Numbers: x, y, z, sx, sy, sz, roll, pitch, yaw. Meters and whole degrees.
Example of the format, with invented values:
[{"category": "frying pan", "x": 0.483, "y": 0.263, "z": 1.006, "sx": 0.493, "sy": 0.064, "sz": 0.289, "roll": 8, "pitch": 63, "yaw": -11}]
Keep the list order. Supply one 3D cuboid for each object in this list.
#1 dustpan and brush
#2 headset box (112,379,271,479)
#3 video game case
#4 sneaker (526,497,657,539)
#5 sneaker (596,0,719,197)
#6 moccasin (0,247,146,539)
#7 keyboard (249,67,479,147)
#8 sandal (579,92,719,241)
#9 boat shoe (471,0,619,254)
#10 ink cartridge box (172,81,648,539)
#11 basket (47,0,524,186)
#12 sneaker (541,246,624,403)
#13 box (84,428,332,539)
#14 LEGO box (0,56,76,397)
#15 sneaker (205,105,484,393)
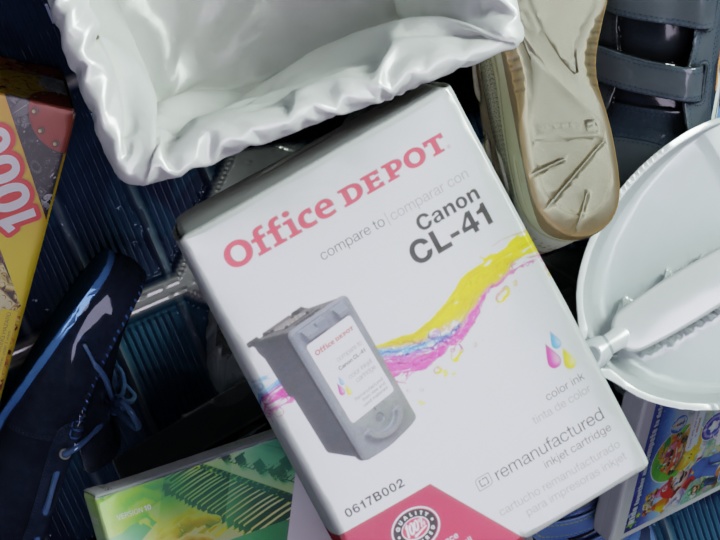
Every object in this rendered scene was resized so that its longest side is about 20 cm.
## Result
[{"category": "dustpan and brush", "x": 0.137, "y": 0.028, "z": 1.146, "sx": 0.199, "sy": 0.057, "sz": 0.140, "roll": -32, "pitch": 87, "yaw": 3}, {"category": "headset box", "x": -0.029, "y": 0.127, "z": 1.234, "sx": 0.148, "sy": 0.077, "sz": 0.200, "roll": -30, "pitch": 142, "yaw": -2}, {"category": "video game case", "x": 0.216, "y": 0.059, "z": 1.276, "sx": 0.199, "sy": 0.018, "sz": 0.144, "roll": -21, "pitch": 136, "yaw": -34}, {"category": "sneaker", "x": 0.117, "y": 0.127, "z": 1.308, "sx": 0.074, "sy": 0.082, "sz": 0.201, "roll": -33, "pitch": 117, "yaw": -1}, {"category": "sneaker", "x": 0.150, "y": -0.131, "z": 1.183, "sx": 0.078, "sy": 0.079, "sz": 0.202, "roll": 9, "pitch": 90, "yaw": 14}, {"category": "moccasin", "x": -0.156, "y": 0.078, "z": 1.228, "sx": 0.068, "sy": 0.081, "sz": 0.201, "roll": 28, "pitch": 116, "yaw": -8}, {"category": "keyboard", "x": 0.013, "y": -0.125, "z": 1.213, "sx": 0.198, "sy": 0.040, "sz": 0.105, "roll": -9, "pitch": 133, "yaw": -9}, {"category": "sandal", "x": 0.174, "y": -0.061, "z": 1.244, "sx": 0.198, "sy": 0.087, "sz": 0.080, "roll": -19, "pitch": 119, "yaw": -3}, {"category": "boat shoe", "x": 0.084, "y": -0.109, "z": 1.158, "sx": 0.072, "sy": 0.065, "sz": 0.202, "roll": -2, "pitch": 79, "yaw": -24}, {"category": "ink cartridge box", "x": 0.021, "y": 0.034, "z": 1.070, "sx": 0.147, "sy": 0.086, "sz": 0.201, "roll": -29, "pitch": 99, "yaw": -3}, {"category": "basket", "x": -0.055, "y": -0.160, "z": 1.077, "sx": 0.198, "sy": 0.161, "sz": 0.200, "roll": -20, "pitch": 93, "yaw": -6}, {"category": "sneaker", "x": 0.150, "y": 0.047, "z": 1.260, "sx": 0.199, "sy": 0.075, "sz": 0.116, "roll": -15, "pitch": 124, "yaw": -38}, {"category": "box", "x": -0.038, "y": 0.180, "z": 1.120, "sx": 0.143, "sy": 0.036, "sz": 0.202, "roll": -18, "pitch": 93, "yaw": -17}, {"category": "LEGO box", "x": -0.240, "y": -0.015, "z": 1.162, "sx": 0.148, "sy": 0.077, "sz": 0.202, "roll": 11, "pitch": 108, "yaw": -18}, {"category": "sneaker", "x": 0.000, "y": 0.000, "z": 1.233, "sx": 0.099, "sy": 0.078, "sz": 0.200, "roll": 28, "pitch": 111, "yaw": -39}]
